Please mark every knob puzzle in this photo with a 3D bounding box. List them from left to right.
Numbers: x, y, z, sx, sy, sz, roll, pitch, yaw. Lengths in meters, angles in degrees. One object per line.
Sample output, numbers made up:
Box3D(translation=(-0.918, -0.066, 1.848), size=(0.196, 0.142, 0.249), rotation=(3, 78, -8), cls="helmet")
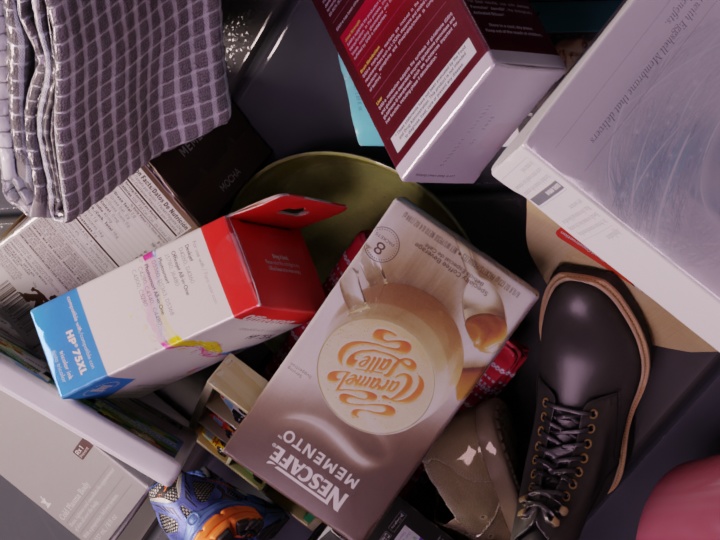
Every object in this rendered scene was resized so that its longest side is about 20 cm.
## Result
Box3D(translation=(0.194, -0.014, 1.393), size=(0.219, 0.031, 0.220), rotation=(17, 146, 12), cls="knob puzzle")

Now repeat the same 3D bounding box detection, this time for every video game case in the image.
Box3D(translation=(-0.209, 0.084, 1.533), size=(0.200, 0.182, 0.022), rotation=(31, 91, -2), cls="video game case")

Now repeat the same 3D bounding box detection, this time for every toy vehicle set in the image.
Box3D(translation=(-0.062, 0.127, 1.564), size=(0.124, 0.027, 0.200), rotation=(37, 163, 2), cls="toy vehicle set")

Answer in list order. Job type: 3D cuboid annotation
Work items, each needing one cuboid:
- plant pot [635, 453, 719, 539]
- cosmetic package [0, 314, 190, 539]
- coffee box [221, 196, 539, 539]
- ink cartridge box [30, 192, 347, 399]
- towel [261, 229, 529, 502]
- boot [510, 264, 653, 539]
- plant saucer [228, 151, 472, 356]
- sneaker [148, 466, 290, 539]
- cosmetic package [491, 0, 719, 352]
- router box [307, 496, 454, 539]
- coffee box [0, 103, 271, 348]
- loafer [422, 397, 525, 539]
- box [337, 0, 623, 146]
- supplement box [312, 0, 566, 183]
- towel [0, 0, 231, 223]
Box3D(translation=(0.285, 0.189, 1.400), size=(0.179, 0.200, 0.200), rotation=(-2, 120, 45), cls="plant pot")
Box3D(translation=(-0.240, 0.109, 1.675), size=(0.200, 0.090, 0.107), rotation=(35, 133, -1), cls="cosmetic package")
Box3D(translation=(0.015, 0.065, 1.418), size=(0.114, 0.080, 0.200), rotation=(34, 95, 2), cls="coffee box")
Box3D(translation=(-0.103, 0.019, 1.451), size=(0.200, 0.116, 0.067), rotation=(-25, 79, 20), cls="ink cartridge box")
Box3D(translation=(0.014, 0.075, 1.524), size=(0.144, 0.022, 0.200), rotation=(37, 129, 2), cls="towel")
Box3D(translation=(0.137, 0.110, 1.431), size=(0.077, 0.138, 0.200), rotation=(9, 132, 23), cls="boot")
Box3D(translation=(0.000, 0.000, 1.516), size=(0.199, 0.031, 0.200), rotation=(12, 124, 19), cls="plant saucer")
Box3D(translation=(-0.107, 0.181, 1.615), size=(0.078, 0.075, 0.200), rotation=(44, 174, 12), cls="sneaker")
Box3D(translation=(0.218, -0.078, 1.230), size=(0.200, 0.200, 0.123), rotation=(38, 173, -1), cls="cosmetic package")
Box3D(translation=(0.037, 0.231, 1.570), size=(0.157, 0.052, 0.200), rotation=(38, 162, 0), cls="router box")
Box3D(translation=(-0.171, -0.042, 1.524), size=(0.200, 0.113, 0.080), rotation=(-33, 102, 37), cls="coffee box")
Box3D(translation=(0.087, 0.162, 1.524), size=(0.067, 0.076, 0.200), rotation=(-5, 133, 13), cls="loafer")
Box3D(translation=(0.089, -0.123, 1.379), size=(0.199, 0.049, 0.082), rotation=(2, 121, 27), cls="box")
Box3D(translation=(0.035, -0.162, 1.307), size=(0.109, 0.061, 0.200), rotation=(-50, 53, 39), cls="supplement box")
Box3D(translation=(-0.157, -0.142, 1.331), size=(0.085, 0.166, 0.200), rotation=(19, 132, 26), cls="towel")
